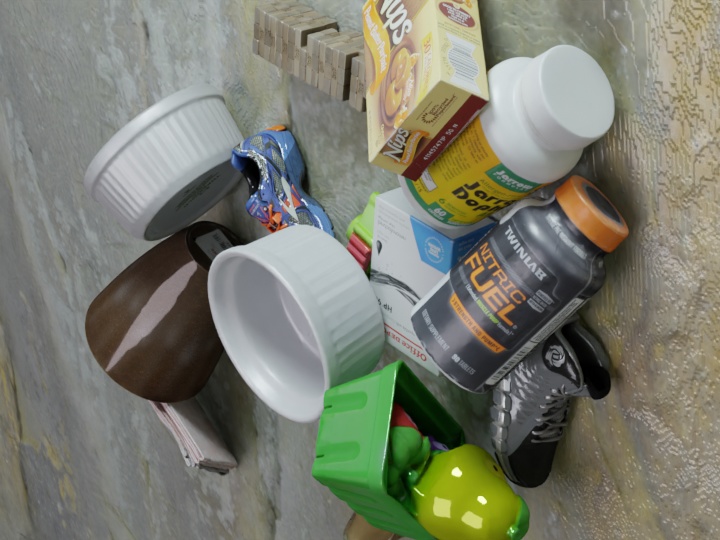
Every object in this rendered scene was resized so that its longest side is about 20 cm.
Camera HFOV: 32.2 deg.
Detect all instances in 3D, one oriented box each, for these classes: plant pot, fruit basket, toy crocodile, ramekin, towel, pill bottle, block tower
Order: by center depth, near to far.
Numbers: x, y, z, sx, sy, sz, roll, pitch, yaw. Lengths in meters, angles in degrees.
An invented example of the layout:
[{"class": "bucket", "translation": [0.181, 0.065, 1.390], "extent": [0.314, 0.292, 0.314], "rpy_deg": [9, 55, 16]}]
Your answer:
[{"class": "pill bottle", "translation": [0.127, -0.118, 1.101], "extent": [0.199, 0.112, 0.114], "rpy_deg": [-28, 85, 53]}, {"class": "pill bottle", "translation": [0.145, 0.008, 1.111], "extent": [0.200, 0.106, 0.107], "rpy_deg": [-46, 69, 22]}, {"class": "fruit basket", "translation": [0.075, 0.196, 1.234], "extent": [0.215, 0.214, 0.157], "rpy_deg": [-34, 40, 53]}, {"class": "block tower", "translation": [-0.037, -0.227, 1.303], "extent": [0.199, 0.057, 0.055], "rpy_deg": [34, 132, 39]}, {"class": "ramekin", "translation": [-0.065, 0.051, 1.325], "extent": [0.200, 0.097, 0.202], "rpy_deg": [34, 139, 36]}, {"class": "toy crocodile", "translation": [0.000, 0.000, 1.365], "extent": [0.068, 0.061, 0.201], "rpy_deg": [47, 138, 25]}, {"class": "ramekin", "translation": [-0.221, -0.120, 1.478], "extent": [0.095, 0.201, 0.203], "rpy_deg": [51, 141, 8]}, {"class": "plant pot", "translation": [-0.227, 0.035, 1.598], "extent": [0.188, 0.186, 0.200], "rpy_deg": [54, 127, 18]}, {"class": "towel", "translation": [-0.249, 0.194, 1.709], "extent": [0.192, 0.032, 0.200], "rpy_deg": [54, 179, 14]}]

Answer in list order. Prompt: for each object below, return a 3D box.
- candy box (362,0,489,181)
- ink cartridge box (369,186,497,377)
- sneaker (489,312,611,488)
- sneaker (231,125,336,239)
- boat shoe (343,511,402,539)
[{"class": "candy box", "translation": [0.054, -0.195, 1.106], "extent": [0.115, 0.055, 0.202], "rpy_deg": [-45, 35, 43]}, {"class": "ink cartridge box", "translation": [0.069, 0.025, 1.284], "extent": [0.116, 0.067, 0.202], "rpy_deg": [32, 131, 39]}, {"class": "sneaker", "translation": [0.185, 0.127, 1.186], "extent": [0.115, 0.075, 0.203], "rpy_deg": [13, 116, 45]}, {"class": "sneaker", "translation": [-0.092, -0.066, 1.418], "extent": [0.075, 0.078, 0.202], "rpy_deg": [-48, 61, 52]}, {"class": "boat shoe", "translation": [0.016, 0.294, 1.428], "extent": [0.072, 0.076, 0.200], "rpy_deg": [43, 162, 11]}]
